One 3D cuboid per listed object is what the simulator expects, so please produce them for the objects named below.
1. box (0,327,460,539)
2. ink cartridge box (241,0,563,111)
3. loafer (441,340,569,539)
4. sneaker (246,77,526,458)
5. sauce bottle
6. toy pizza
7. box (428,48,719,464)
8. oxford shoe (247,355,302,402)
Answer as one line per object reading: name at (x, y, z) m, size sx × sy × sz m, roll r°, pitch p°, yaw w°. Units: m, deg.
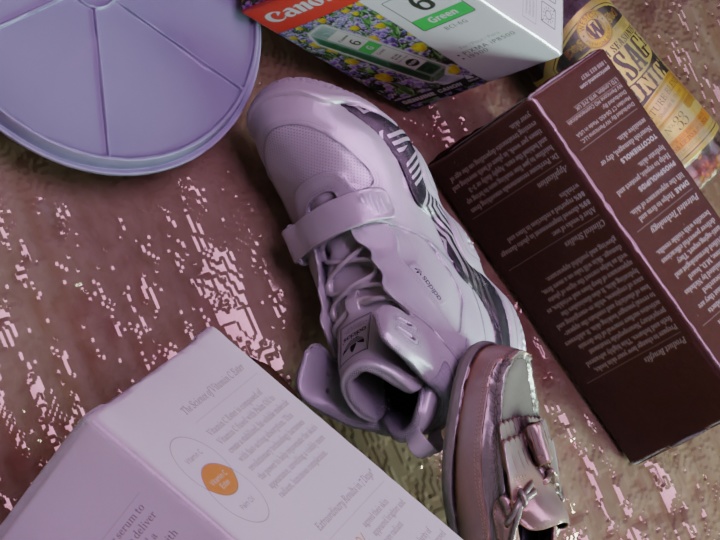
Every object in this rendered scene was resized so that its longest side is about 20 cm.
box at (-0.045, 0.143, 1.204) m, size 0.200 × 0.106 × 0.152 m, roll 40°, pitch 21°, yaw 5°
ink cartridge box at (0.001, -0.153, 1.410) m, size 0.200 × 0.109 × 0.050 m, roll 27°, pitch 56°, yaw -42°
loafer at (0.080, 0.135, 1.352) m, size 0.072 × 0.063 × 0.201 m, roll -1°, pitch 93°, yaw -58°
sneaker at (0.000, 0.000, 1.378) m, size 0.200 × 0.075 × 0.115 m, roll 54°, pitch 33°, yaw -7°
sauce bottle at (0.122, -0.121, 1.542) m, size 0.200 × 0.066 × 0.066 m, roll 46°, pitch 51°, yaw -8°
toy pizza at (-0.141, -0.137, 1.386) m, size 0.200 × 0.032 × 0.201 m, roll 14°, pitch 63°, yaw -28°
box at (0.138, -0.007, 1.477) m, size 0.075 × 0.100 × 0.200 m, roll -33°, pitch 91°, yaw -40°
oxford shoe at (-0.010, 0.124, 1.325) m, size 0.073 × 0.084 × 0.200 m, roll -26°, pitch 84°, yaw -38°
